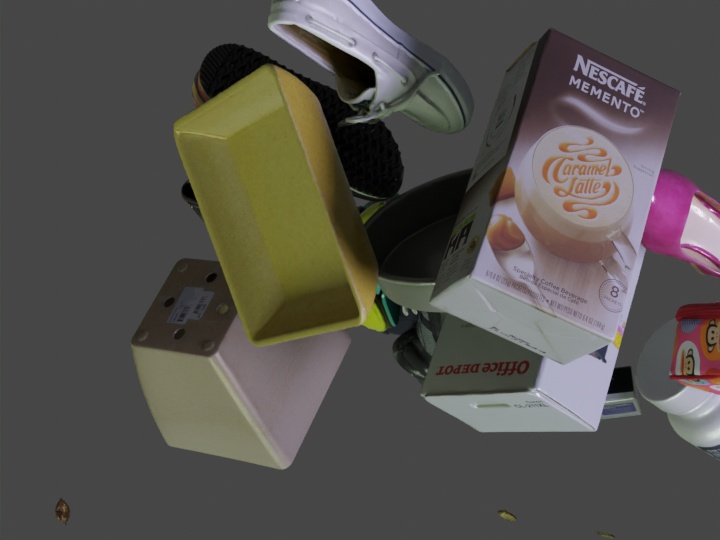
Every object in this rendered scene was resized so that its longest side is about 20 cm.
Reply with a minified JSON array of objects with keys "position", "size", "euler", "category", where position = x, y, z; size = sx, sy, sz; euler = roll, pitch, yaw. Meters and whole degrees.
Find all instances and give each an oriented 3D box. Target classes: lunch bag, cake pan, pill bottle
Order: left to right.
[{"position":[0.093,-0.027,1.062],"size":[0.198,0.200,0.037],"euler":[3,123,37],"category":"cake pan"},{"position":[0.368,0.128,1.291],"size":[0.199,0.121,0.119],"euler":[30,157,-26],"category":"pill bottle"},{"position":[0.381,0.076,1.135],"size":[0.198,0.083,0.176],"euler":[10,174,-15],"category":"lunch bag"}]

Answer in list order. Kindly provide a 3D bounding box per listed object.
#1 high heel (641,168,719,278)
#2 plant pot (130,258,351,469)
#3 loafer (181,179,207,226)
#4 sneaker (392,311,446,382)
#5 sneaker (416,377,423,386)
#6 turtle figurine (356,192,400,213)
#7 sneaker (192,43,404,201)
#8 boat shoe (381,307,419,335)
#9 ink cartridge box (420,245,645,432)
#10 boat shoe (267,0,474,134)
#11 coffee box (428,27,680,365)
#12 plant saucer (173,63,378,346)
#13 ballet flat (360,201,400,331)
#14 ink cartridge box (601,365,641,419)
[{"position":[0.286,-0.024,1.049],"size":[0.095,0.068,0.200],"euler":[16,166,39],"category":"high heel"},{"position":[-0.160,0.096,1.618],"size":[0.198,0.201,0.178],"euler":[6,145,33],"category":"plant pot"},{"position":[-0.121,-0.076,1.312],"size":[0.063,0.072,0.199],"euler":[33,159,-22],"category":"loafer"},{"position":[0.069,0.032,1.246],"size":[0.075,0.202,0.113],"euler":[-19,180,-37],"category":"sneaker"},{"position":[0.114,0.115,1.337],"size":[0.074,0.082,0.199],"euler":[35,161,-24],"category":"sneaker"},{"position":[-0.041,-0.025,1.319],"size":[0.198,0.102,0.149],"euler":[-9,163,25],"category":"turtle figurine"},{"position":[-0.055,-0.121,1.147],"size":[0.199,0.071,0.090],"euler":[30,163,-12],"category":"sneaker"},{"position":[0.058,0.034,1.401],"size":[0.092,0.076,0.200],"euler":[9,159,7],"category":"boat shoe"},{"position":[0.150,0.033,1.138],"size":[0.082,0.202,0.145],"euler":[33,156,-31],"category":"ink cartridge box"},{"position":[0.006,-0.143,1.000],"size":[0.074,0.087,0.202],"euler":[-2,150,45],"category":"boat shoe"},{"position":[0.138,-0.052,0.940],"size":[0.113,0.202,0.080],"euler":[23,158,-11],"category":"coffee box"},{"position":[-0.061,-0.049,1.050],"size":[0.199,0.048,0.202],"euler":[-15,96,59],"category":"plant saucer"},{"position":[0.000,0.000,1.219],"size":[0.066,0.068,0.201],"euler":[8,154,8],"category":"ballet flat"},{"position":[0.254,0.138,1.452],"size":[0.098,0.040,0.200],"euler":[-9,166,11],"category":"ink cartridge box"}]
